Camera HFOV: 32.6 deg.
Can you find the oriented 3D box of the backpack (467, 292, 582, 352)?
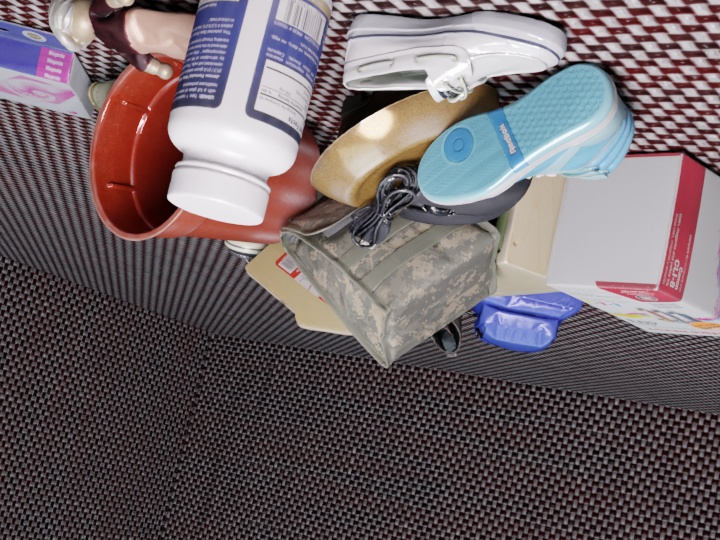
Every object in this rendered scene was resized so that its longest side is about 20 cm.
[{"bbox_3d":[0.211,0.022,1.646,0.161,0.170,0.200,17,177,3],"label":"backpack"}]

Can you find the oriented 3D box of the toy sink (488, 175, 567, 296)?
[{"bbox_3d":[0.164,-0.050,1.409,0.111,0.132,0.200,18,170,-23],"label":"toy sink"}]

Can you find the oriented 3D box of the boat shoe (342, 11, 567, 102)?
[{"bbox_3d":[0.076,-0.172,1.032,0.198,0.068,0.073,7,169,33],"label":"boat shoe"}]

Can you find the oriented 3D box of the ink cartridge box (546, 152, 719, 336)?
[{"bbox_3d":[0.321,-0.023,1.301,0.199,0.146,0.145,21,167,-41],"label":"ink cartridge box"}]

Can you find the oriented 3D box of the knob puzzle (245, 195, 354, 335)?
[{"bbox_3d":[0.000,0.000,1.390,0.217,0.221,0.031,11,148,15],"label":"knob puzzle"}]

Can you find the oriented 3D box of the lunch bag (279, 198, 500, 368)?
[{"bbox_3d":[0.027,-0.027,1.315,0.200,0.163,0.118,44,154,32],"label":"lunch bag"}]

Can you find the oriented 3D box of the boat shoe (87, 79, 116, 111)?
[{"bbox_3d":[-0.242,-0.172,1.478,0.062,0.074,0.200,13,161,37],"label":"boat shoe"}]

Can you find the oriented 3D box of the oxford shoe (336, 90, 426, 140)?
[{"bbox_3d":[0.029,-0.139,1.230,0.072,0.085,0.200,19,167,-16],"label":"oxford shoe"}]

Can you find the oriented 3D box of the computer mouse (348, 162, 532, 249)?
[{"bbox_3d":[0.094,-0.069,1.212,0.198,0.053,0.139,-17,162,-26],"label":"computer mouse"}]

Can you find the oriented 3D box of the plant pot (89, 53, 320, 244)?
[{"bbox_3d":[-0.159,-0.117,1.346,0.199,0.203,0.194,4,175,42],"label":"plant pot"}]

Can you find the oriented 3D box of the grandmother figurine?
[{"bbox_3d":[-0.208,-0.226,1.160,0.198,0.061,0.122,13,143,21],"label":"grandmother figurine"}]

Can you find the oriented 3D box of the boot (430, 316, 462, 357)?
[{"bbox_3d":[0.103,-0.007,1.500,0.068,0.176,0.201,-4,146,16],"label":"boot"}]

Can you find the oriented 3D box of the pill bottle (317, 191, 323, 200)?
[{"bbox_3d":[-0.037,-0.078,1.580,0.110,0.112,0.200,16,170,-14],"label":"pill bottle"}]

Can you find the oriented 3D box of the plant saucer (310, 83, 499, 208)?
[{"bbox_3d":[0.050,-0.110,1.180,0.198,0.036,0.200,-23,164,-7],"label":"plant saucer"}]

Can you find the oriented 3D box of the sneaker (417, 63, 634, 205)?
[{"bbox_3d":[0.159,-0.102,1.116,0.199,0.080,0.130,-24,156,26],"label":"sneaker"}]

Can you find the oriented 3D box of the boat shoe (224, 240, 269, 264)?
[{"bbox_3d":[-0.101,-0.006,1.505,0.074,0.063,0.200,23,-179,29],"label":"boat shoe"}]

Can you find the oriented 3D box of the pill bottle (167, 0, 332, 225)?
[{"bbox_3d":[-0.097,-0.145,1.021,0.110,0.202,0.111,13,170,2],"label":"pill bottle"}]

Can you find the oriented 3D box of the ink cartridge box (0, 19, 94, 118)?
[{"bbox_3d":[-0.413,-0.238,1.405,0.194,0.044,0.200,14,171,1],"label":"ink cartridge box"}]
